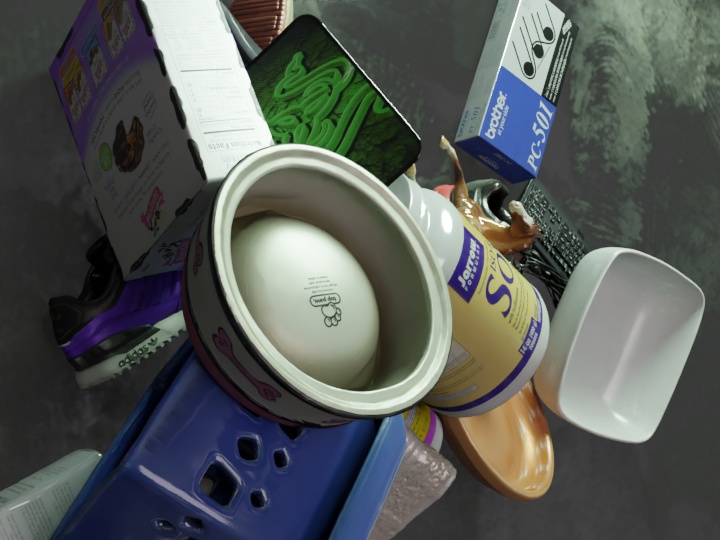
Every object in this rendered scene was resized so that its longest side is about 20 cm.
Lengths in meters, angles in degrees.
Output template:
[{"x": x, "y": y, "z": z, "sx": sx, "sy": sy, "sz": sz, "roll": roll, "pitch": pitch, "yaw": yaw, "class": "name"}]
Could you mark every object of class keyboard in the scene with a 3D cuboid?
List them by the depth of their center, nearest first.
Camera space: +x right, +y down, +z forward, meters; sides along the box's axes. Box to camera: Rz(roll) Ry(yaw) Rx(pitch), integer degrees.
[{"x": 0.241, "y": -0.007, "z": 1.302, "sx": 0.200, "sy": 0.040, "sz": 0.104, "roll": 45, "pitch": 59, "yaw": -24, "class": "keyboard"}]

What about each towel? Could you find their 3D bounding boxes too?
[{"x": -0.029, "y": 0.199, "z": 1.002, "sx": 0.200, "sy": 0.035, "sz": 0.133, "roll": -41, "pitch": 115, "yaw": 7, "class": "towel"}]

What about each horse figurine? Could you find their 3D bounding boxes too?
[{"x": 0.061, "y": -0.031, "z": 1.107, "sx": 0.200, "sy": 0.050, "sz": 0.133, "roll": -37, "pitch": 105, "yaw": 12, "class": "horse figurine"}]

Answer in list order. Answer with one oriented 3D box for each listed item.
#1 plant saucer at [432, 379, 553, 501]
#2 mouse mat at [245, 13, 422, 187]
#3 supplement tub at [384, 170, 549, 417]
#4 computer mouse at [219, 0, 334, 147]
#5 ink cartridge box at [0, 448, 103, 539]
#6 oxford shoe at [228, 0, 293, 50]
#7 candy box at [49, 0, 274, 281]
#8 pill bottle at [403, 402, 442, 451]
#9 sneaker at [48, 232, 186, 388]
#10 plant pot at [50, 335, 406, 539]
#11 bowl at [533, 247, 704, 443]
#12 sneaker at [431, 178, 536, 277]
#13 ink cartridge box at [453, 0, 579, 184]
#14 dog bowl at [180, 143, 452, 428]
[{"x": 0.126, "y": 0.138, "z": 1.151, "sx": 0.200, "sy": 0.037, "sz": 0.201, "roll": 41, "pitch": 34, "yaw": -34, "class": "plant saucer"}, {"x": -0.067, "y": -0.092, "z": 0.947, "sx": 0.200, "sy": 0.008, "sz": 0.161, "roll": -41, "pitch": 78, "yaw": 7, "class": "mouse mat"}, {"x": 0.054, "y": 0.020, "z": 0.987, "sx": 0.200, "sy": 0.145, "sz": 0.146, "roll": 41, "pitch": 62, "yaw": -35, "class": "supplement tub"}, {"x": -0.119, "y": -0.154, "z": 0.995, "sx": 0.201, "sy": 0.138, "sz": 0.053, "roll": 57, "pitch": 11, "yaw": 11, "class": "computer mouse"}, {"x": -0.257, "y": 0.254, "z": 0.878, "sx": 0.199, "sy": 0.057, "sz": 0.163, "roll": -27, "pitch": 101, "yaw": -32, "class": "ink cartridge box"}, {"x": -0.089, "y": -0.175, "z": 1.055, "sx": 0.074, "sy": 0.070, "sz": 0.201, "roll": 21, "pitch": 76, "yaw": -56, "class": "oxford shoe"}, {"x": -0.155, "y": -0.119, "z": 0.888, "sx": 0.071, "sy": 0.168, "sz": 0.201, "roll": -11, "pitch": 72, "yaw": -38, "class": "candy box"}, {"x": -0.021, "y": 0.111, "z": 1.042, "sx": 0.200, "sy": 0.104, "sz": 0.104, "roll": 48, "pitch": 59, "yaw": -24, "class": "pill bottle"}, {"x": -0.173, "y": 0.005, "z": 0.957, "sx": 0.200, "sy": 0.069, "sz": 0.100, "roll": -38, "pitch": 105, "yaw": -35, "class": "sneaker"}, {"x": -0.089, "y": 0.155, "z": 0.843, "sx": 0.179, "sy": 0.200, "sz": 0.200, "roll": 37, "pitch": 47, "yaw": -8, "class": "plant pot"}, {"x": 0.275, "y": 0.079, "z": 1.269, "sx": 0.199, "sy": 0.074, "sz": 0.201, "roll": 23, "pitch": 89, "yaw": -41, "class": "bowl"}, {"x": 0.135, "y": -0.003, "z": 1.151, "sx": 0.071, "sy": 0.097, "sz": 0.202, "roll": 9, "pitch": 63, "yaw": -59, "class": "sneaker"}, {"x": 0.175, "y": -0.207, "z": 1.270, "sx": 0.094, "sy": 0.044, "sz": 0.201, "roll": 31, "pitch": 67, "yaw": -30, "class": "ink cartridge box"}, {"x": -0.035, "y": 0.018, "z": 0.787, "sx": 0.199, "sy": 0.074, "sz": 0.201, "roll": 22, "pitch": 51, "yaw": -31, "class": "dog bowl"}]
